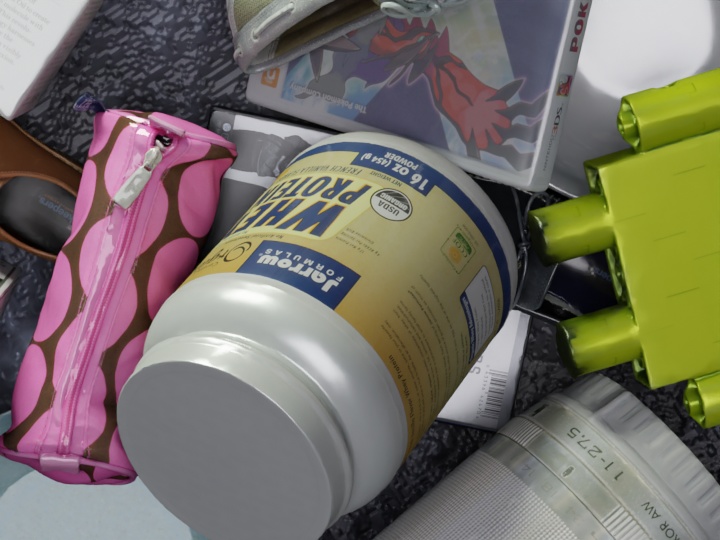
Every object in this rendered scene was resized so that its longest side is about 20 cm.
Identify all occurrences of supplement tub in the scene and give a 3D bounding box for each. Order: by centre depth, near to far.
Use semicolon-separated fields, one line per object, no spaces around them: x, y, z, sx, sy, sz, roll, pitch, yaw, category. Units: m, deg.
-0.021;0.036;1.276;0.144;0.200;0.144;18;133;21;supplement tub

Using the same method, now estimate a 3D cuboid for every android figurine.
0.192;-0.014;1.295;0.200;0.041;0.182;-14;100;-6;android figurine

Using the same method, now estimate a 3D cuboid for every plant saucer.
-0.150;0.165;1.376;0.201;0.039;0.201;0;96;0;plant saucer

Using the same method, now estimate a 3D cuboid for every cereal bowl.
0.152;-0.132;1.354;0.200;0.083;0.200;1;96;6;cereal bowl

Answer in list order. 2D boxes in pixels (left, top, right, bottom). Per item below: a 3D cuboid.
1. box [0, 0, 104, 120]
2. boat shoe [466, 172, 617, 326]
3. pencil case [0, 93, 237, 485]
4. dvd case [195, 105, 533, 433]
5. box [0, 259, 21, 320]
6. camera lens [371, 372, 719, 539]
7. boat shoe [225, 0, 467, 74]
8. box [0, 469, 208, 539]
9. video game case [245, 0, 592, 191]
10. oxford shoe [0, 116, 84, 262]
-0.179;-0.198;1.338;0.124;0.097;0.200;34;96;-4;box
0.095;-0.011;1.360;0.200;0.062;0.075;27;96;-3;boat shoe
-0.129;0.015;1.303;0.091;0.094;0.200;15;88;-13;pencil case
0.000;0.000;1.401;0.200;0.025;0.150;11;96;-3;dvd case
-0.235;0.048;1.315;0.060;0.200;0.117;23;94;-5;box
0.096;0.173;1.345;0.200;0.160;0.160;-40;96;-9;camera lens
0.006;-0.146;1.285;0.202;0.074;0.065;-7;87;42;boat shoe
-0.107;0.171;1.415;0.144;0.036;0.200;-44;94;4;box
0.035;-0.154;1.321;0.200;0.023;0.182;20;102;35;video game case
-0.217;-0.060;1.360;0.200;0.071;0.071;25;98;-8;oxford shoe
